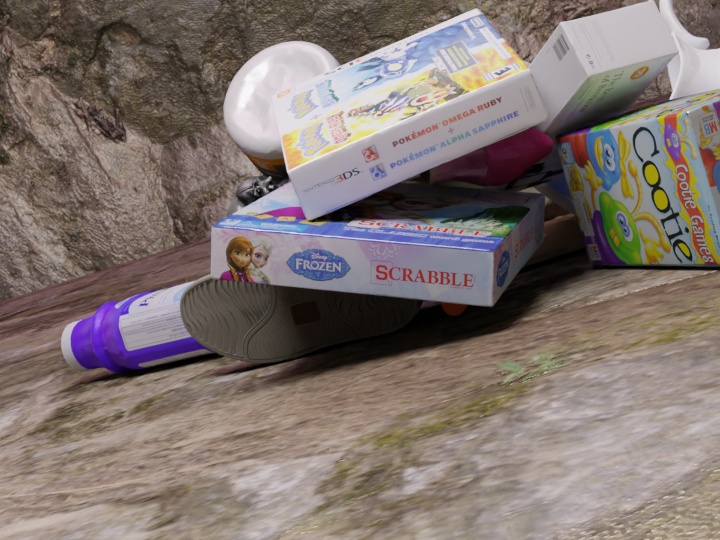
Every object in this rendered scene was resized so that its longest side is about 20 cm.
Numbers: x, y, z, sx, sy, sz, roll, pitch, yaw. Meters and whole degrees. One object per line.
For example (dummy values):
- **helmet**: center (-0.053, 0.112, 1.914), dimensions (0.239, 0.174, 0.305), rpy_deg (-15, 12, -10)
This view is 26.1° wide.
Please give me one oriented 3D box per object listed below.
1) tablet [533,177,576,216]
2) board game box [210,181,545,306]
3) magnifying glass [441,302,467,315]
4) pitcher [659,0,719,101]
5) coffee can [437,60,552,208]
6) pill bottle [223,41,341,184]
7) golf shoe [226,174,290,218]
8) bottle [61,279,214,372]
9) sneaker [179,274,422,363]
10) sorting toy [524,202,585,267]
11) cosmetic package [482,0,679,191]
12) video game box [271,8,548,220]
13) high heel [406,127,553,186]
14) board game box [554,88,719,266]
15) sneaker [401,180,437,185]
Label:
- **tablet**: center (0.255, -0.074, 1.271), dimensions (0.199, 0.014, 0.130), rpy_deg (-16, 29, -21)
- **board game box**: center (0.020, -0.026, 1.120), dimensions (0.199, 0.041, 0.199), rpy_deg (5, 15, 15)
- **magnifying glass**: center (0.079, -0.003, 1.224), dimensions (0.080, 0.022, 0.200), rpy_deg (-52, 3, 15)
- **pitcher**: center (0.338, -0.165, 1.245), dimensions (0.198, 0.173, 0.121), rpy_deg (0, -14, 8)
- **coffee can**: center (0.107, -0.126, 1.408), dimensions (0.145, 0.147, 0.200), rpy_deg (-17, 10, 0)
- **pill bottle**: center (-0.033, -0.110, 1.417), dimensions (0.116, 0.117, 0.200), rpy_deg (-15, -32, 17)
- **golf shoe**: center (-0.025, -0.027, 1.381), dimensions (0.199, 0.078, 0.095), rpy_deg (18, -31, -15)
- **bottle**: center (-0.181, 0.051, 1.386), dimensions (0.199, 0.066, 0.083), rpy_deg (-14, 8, 34)
- **sneaker**: center (-0.035, 0.020, 1.214), dimensions (0.199, 0.075, 0.106), rpy_deg (-5, 12, 19)
- **sorting toy**: center (0.180, -0.040, 1.356), dimensions (0.184, 0.037, 0.200), rpy_deg (-18, 11, -2)
- **cosmetic package**: center (0.157, -0.124, 1.178), dimensions (0.082, 0.051, 0.200), rpy_deg (-19, -16, -23)
- **video game box**: center (0.028, -0.120, 1.141), dimensions (0.181, 0.047, 0.200), rpy_deg (-25, 22, 3)
- **high heel**: center (0.081, -0.106, 1.214), dimensions (0.095, 0.068, 0.200), rpy_deg (-9, 11, -7)
- **board game box**: center (0.232, -0.066, 1.071), dimensions (0.104, 0.104, 0.200), rpy_deg (-19, 6, -16)
- **sneaker**: center (0.000, 0.000, 1.290), dimensions (0.199, 0.078, 0.085), rpy_deg (-34, 24, 3)
